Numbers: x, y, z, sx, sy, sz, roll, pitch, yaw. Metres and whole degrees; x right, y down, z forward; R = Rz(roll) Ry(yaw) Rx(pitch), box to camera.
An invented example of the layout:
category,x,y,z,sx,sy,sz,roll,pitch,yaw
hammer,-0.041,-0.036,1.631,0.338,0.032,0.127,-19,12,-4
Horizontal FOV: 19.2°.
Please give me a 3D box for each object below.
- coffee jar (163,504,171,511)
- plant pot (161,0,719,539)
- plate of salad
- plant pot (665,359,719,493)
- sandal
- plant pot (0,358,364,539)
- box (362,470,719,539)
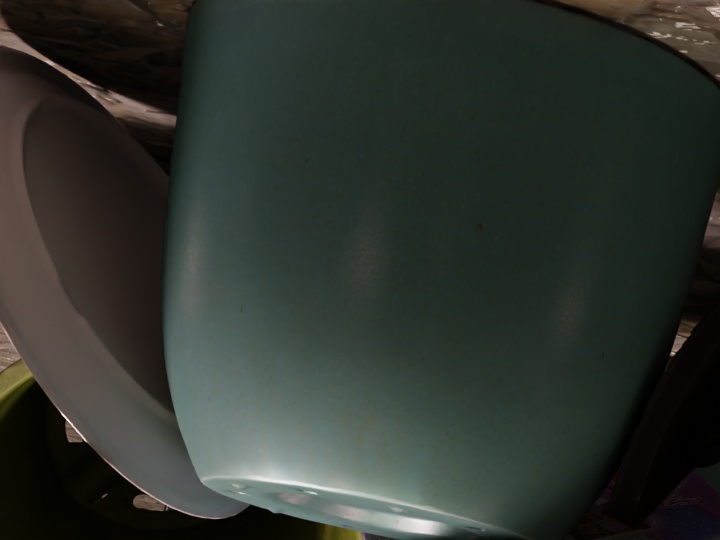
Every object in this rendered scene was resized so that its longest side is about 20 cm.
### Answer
category,x,y,z,sx,sy,sz,roll,pitch,yaw
coffee jar,-0.075,0.137,1.332,0.104,0.202,0.085,3,166,32
plant pot,0.020,0.009,0.744,0.199,0.162,0.201,11,169,2
plate of salad,-0.100,0.007,0.805,0.048,0.201,0.200,-30,151,19
plant pot,0.092,0.145,0.969,0.199,0.162,0.201,14,154,7
sandal,0.156,0.035,0.756,0.045,0.076,0.199,35,-139,25
plant pot,-0.096,0.096,0.995,0.198,0.202,0.190,13,-166,-6
box,0.075,0.117,0.774,0.136,0.039,0.200,-12,-174,-2
